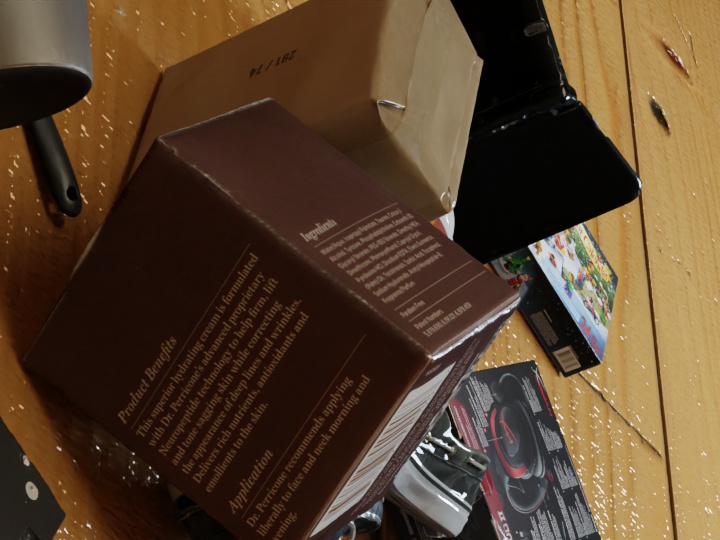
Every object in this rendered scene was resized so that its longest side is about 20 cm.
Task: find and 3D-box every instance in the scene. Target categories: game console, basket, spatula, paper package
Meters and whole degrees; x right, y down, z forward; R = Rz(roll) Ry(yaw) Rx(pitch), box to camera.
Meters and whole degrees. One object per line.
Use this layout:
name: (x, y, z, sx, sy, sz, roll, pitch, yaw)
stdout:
game console: (0.078, -0.107, 1.955, 0.116, 0.200, 0.176, 15, 55, -61)
basket: (-0.223, -0.188, 1.503, 0.180, 0.136, 0.201, 1, 72, -50)
spatula: (-0.200, -0.126, 1.619, 0.056, 0.021, 0.201, -3, 74, -51)
paper package: (-0.035, -0.085, 1.706, 0.104, 0.200, 0.191, 55, 26, -26)

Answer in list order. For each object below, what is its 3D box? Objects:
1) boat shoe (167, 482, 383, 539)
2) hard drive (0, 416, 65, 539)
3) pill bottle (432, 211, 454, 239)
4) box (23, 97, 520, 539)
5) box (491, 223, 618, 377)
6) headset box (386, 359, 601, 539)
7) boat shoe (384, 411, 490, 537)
boat shoe: (-0.043, 0.155, 1.634, 0.200, 0.075, 0.062, 19, 52, -62)
hard drive: (-0.235, 0.088, 1.348, 0.200, 0.038, 0.140, 59, 26, -19)
pill bottle: (0.000, 0.000, 1.811, 0.112, 0.112, 0.200, 61, 25, -14)
box: (-0.048, 0.032, 1.536, 0.200, 0.166, 0.164, 39, 23, 10)
box: (0.145, -0.029, 2.219, 0.200, 0.038, 0.137, 57, 27, -22)
headset box: (0.082, 0.150, 1.893, 0.200, 0.075, 0.149, -7, 75, -65)
boat shoe: (0.022, 0.106, 1.727, 0.071, 0.072, 0.200, -62, 147, -11)
